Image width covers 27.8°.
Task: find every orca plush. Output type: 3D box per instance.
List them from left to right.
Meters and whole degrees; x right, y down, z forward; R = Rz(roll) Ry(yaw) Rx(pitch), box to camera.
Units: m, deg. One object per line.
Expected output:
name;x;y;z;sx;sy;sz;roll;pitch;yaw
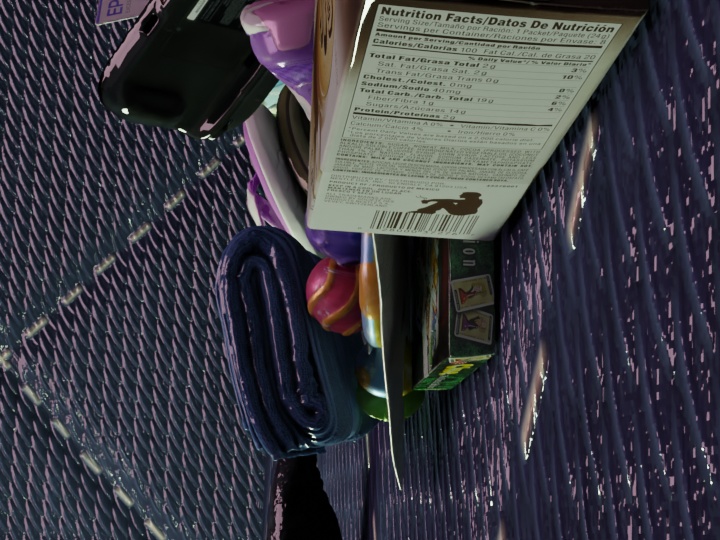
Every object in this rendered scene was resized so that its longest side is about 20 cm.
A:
orca plush;-0.017;0.204;1.000;0.105;0.071;0.201;19;-107;-49

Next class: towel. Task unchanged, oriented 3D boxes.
towel;-0.033;0.040;0.758;0.200;0.048;0.112;34;-137;-80

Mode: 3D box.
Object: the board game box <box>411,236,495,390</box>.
board game box;0.040;-0.053;0.638;0.105;0.023;0.201;108;163;-78

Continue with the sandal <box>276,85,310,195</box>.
sandal;-0.001;-0.045;0.898;0.080;0.057;0.201;60;-176;-49

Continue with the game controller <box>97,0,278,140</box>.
game controller;-0.062;-0.150;0.800;0.200;0.104;0.042;-49;47;29

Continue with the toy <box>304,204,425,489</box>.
toy;0.000;0.000;0.679;0.200;0.047;0.115;79;-168;-47

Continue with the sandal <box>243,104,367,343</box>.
sandal;-0.043;-0.012;0.948;0.083;0.050;0.203;-101;-12;-61

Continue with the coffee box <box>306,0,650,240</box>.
coffee box;0.028;-0.095;0.484;0.200;0.080;0.113;111;162;-72

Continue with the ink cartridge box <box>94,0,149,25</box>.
ink cartridge box;-0.070;-0.231;0.971;0.043;0.199;0.198;69;-167;-44

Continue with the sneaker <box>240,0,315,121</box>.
sneaker;-0.002;-0.095;0.746;0.200;0.080;0.089;-5;-90;-78

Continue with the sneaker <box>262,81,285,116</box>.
sneaker;-0.065;-0.122;0.996;0.080;0.200;0.131;56;159;39
